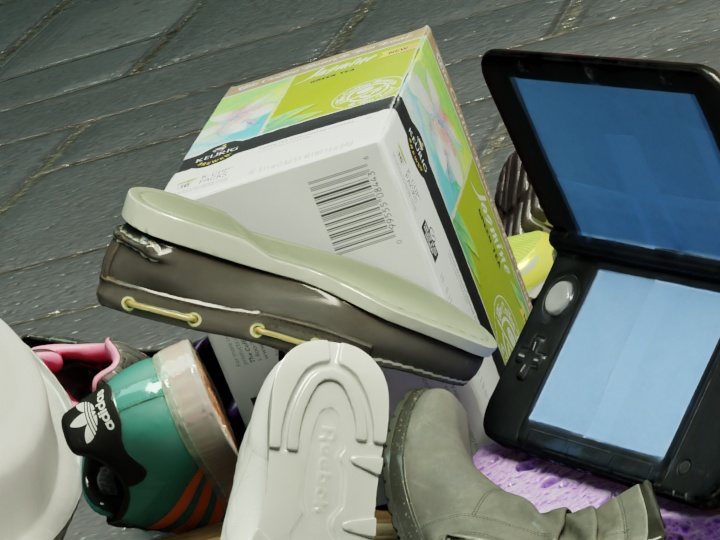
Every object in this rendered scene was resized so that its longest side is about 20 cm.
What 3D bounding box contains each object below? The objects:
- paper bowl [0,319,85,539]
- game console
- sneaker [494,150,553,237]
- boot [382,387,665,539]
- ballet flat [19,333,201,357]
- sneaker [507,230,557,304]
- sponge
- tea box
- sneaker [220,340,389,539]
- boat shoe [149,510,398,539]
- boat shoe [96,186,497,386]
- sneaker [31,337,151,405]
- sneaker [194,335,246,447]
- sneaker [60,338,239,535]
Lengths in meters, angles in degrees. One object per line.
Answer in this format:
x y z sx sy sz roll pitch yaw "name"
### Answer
-0.234 0.083 1.254 0.201 0.200 0.105 -44 -13 -49 "paper bowl"
0.113 0.001 1.201 0.200 0.118 0.173 13 75 59 "game console"
0.155 -0.040 1.565 0.115 0.076 0.200 13 -14 -12 "sneaker"
0.081 0.122 1.172 0.130 0.068 0.201 -15 36 12 "boot"
-0.147 0.065 1.596 0.199 0.057 0.066 -7 24 37 "ballet flat"
0.026 -0.002 1.543 0.199 0.091 0.078 -13 19 20 "sneaker"
0.137 0.101 1.238 0.199 0.030 0.111 -4 26 43 "sponge"
0.000 0.000 1.394 0.133 0.201 0.197 -16 20 15 "tea box"
-0.035 0.134 1.172 0.080 0.076 0.201 154 134 -68 "sneaker"
-0.064 0.160 1.243 0.199 0.065 0.071 -10 2 -15 "boat shoe"
-0.031 0.020 1.247 0.200 0.061 0.072 21 11 -13 "boat shoe"
-0.193 0.074 1.538 0.199 0.095 0.080 -9 59 35 "sneaker"
-0.065 0.058 1.456 0.074 0.088 0.200 20 35 5 "sneaker"
-0.101 0.100 1.282 0.079 0.200 0.072 -20 61 -2 "sneaker"
